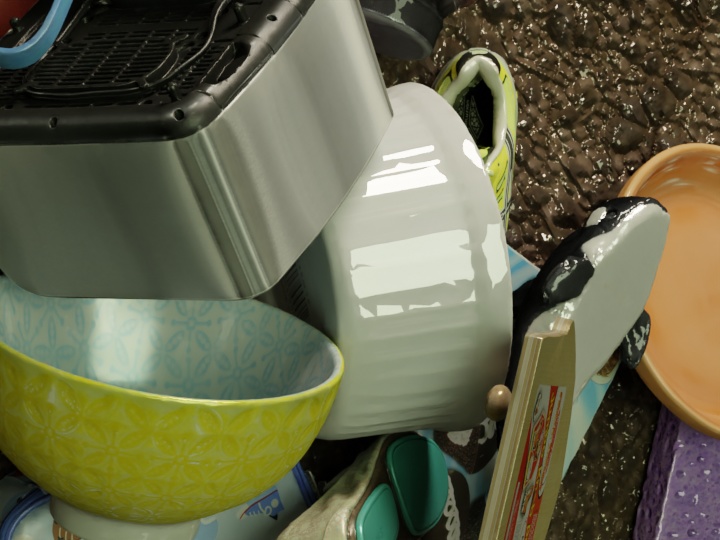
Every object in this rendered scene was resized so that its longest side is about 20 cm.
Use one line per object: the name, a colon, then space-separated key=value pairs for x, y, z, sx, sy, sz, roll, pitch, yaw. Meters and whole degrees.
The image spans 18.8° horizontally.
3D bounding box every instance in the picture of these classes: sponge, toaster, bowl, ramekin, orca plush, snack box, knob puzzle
sponge: x=0.238 y=0.156 z=1.456 sx=0.111 sy=0.030 sz=0.202 roll=19 pitch=80 yaw=-29
toaster: x=-0.090 y=-0.085 z=1.116 sx=0.181 sy=0.199 sz=0.119 roll=-57 pitch=136 yaw=-42
bowl: x=-0.114 y=0.080 z=1.126 sx=0.199 sy=0.200 sz=0.109 roll=4 pitch=107 yaw=-29
ramekin: x=0.000 y=0.000 z=1.234 sx=0.097 sy=0.200 sz=0.202 roll=-10 pitch=95 yaw=-20
orca plush: x=0.117 y=0.041 z=1.333 sx=0.105 sy=0.071 sz=0.202 roll=8 pitch=102 yaw=-43
snack box: x=0.080 y=0.098 z=1.364 sx=0.116 sy=0.037 sz=0.201 roll=35 pitch=74 yaw=-25
knob puzzle: x=0.084 y=0.122 z=1.218 sx=0.030 sy=0.220 sz=0.221 roll=12 pitch=82 yaw=14

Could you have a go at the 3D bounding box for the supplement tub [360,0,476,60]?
supplement tub: x=0.043 y=-0.231 z=1.306 sx=0.106 sy=0.107 sz=0.201 roll=27 pitch=78 yaw=-26

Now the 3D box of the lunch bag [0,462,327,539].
lunch bag: x=-0.111 y=0.158 z=1.240 sx=0.199 sy=0.075 sz=0.161 roll=-28 pitch=105 yaw=-25

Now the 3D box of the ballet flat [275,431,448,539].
ballet flat: x=-0.002 y=0.135 z=1.232 sx=0.200 sy=0.062 sz=0.068 roll=-26 pitch=103 yaw=-72

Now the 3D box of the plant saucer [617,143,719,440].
plant saucer: x=0.232 y=0.017 z=1.424 sx=0.199 sy=0.037 sz=0.202 roll=13 pitch=66 yaw=-32

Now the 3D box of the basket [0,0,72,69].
basket: x=-0.217 y=-0.205 z=1.108 sx=0.199 sy=0.139 sz=0.177 roll=20 pitch=69 yaw=8

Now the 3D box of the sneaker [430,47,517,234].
sneaker: x=0.055 y=-0.039 z=1.316 sx=0.075 sy=0.076 sz=0.202 roll=3 pitch=81 yaw=4

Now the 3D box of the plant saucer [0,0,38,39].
plant saucer: x=-0.146 y=-0.138 z=1.241 sx=0.198 sy=0.037 sz=0.202 roll=-14 pitch=97 yaw=-28
